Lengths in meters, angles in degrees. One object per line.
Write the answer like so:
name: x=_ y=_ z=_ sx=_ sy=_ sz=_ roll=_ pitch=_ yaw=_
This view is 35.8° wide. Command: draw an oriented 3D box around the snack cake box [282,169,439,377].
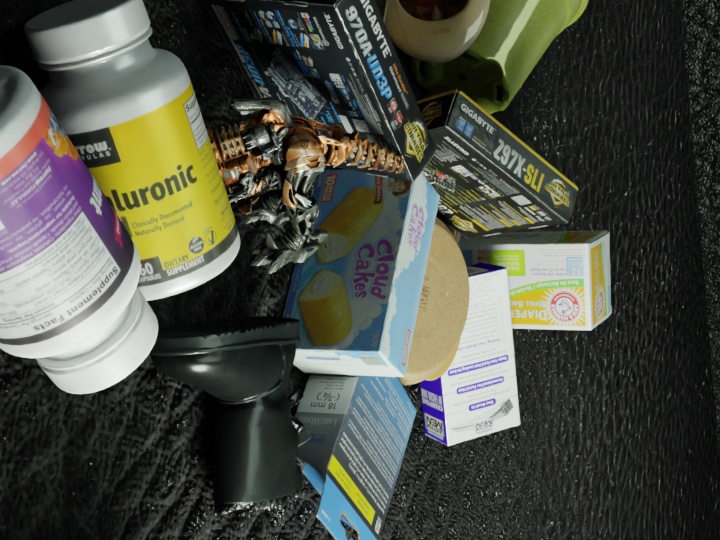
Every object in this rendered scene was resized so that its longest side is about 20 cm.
snack cake box: x=0.000 y=0.000 z=1.103 sx=0.067 sy=0.114 sz=0.201 roll=46 pitch=49 yaw=-52

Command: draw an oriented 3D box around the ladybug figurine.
ladybug figurine: x=0.077 y=-0.319 z=1.253 sx=0.072 sy=0.135 sz=0.202 roll=78 pitch=7 yaw=-73

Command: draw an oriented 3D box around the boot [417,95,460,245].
boot: x=0.077 y=-0.099 z=1.302 sx=0.097 sy=0.074 sz=0.202 roll=-34 pitch=121 yaw=-62

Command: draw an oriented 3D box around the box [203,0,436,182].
box: x=-0.034 y=-0.173 z=0.989 sx=0.046 sy=0.158 sz=0.201 roll=-53 pitch=137 yaw=-25

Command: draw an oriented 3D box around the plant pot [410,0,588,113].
plant pot: x=0.155 y=-0.298 z=1.359 sx=0.185 sy=0.199 sz=0.201 roll=-63 pitch=143 yaw=-24

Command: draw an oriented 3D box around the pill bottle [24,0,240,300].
pill bottle: x=-0.163 y=-0.089 z=0.791 sx=0.111 sy=0.111 sz=0.201 roll=-52 pitch=133 yaw=-51

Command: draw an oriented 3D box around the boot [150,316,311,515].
boot: x=-0.108 y=0.125 z=0.943 sx=0.198 sy=0.073 sz=0.164 roll=-2 pitch=94 yaw=-63

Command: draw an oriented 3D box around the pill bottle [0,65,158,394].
pill bottle: x=-0.207 y=-0.017 z=0.702 sx=0.201 sy=0.111 sz=0.112 roll=65 pitch=36 yaw=-39

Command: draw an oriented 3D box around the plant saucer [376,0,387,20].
plant saucer: x=0.000 y=-0.216 z=1.121 sx=0.200 sy=0.035 sz=0.202 roll=-170 pitch=-90 yaw=-88

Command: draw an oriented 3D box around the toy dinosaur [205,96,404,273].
toy dinosaur: x=-0.062 y=-0.081 z=0.937 sx=0.102 sy=0.198 sz=0.137 roll=-83 pitch=-178 yaw=-57

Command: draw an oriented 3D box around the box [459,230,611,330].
box: x=0.212 y=0.011 z=1.423 sx=0.101 sy=0.199 sz=0.113 roll=-21 pitch=108 yaw=-61

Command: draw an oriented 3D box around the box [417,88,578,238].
box: x=0.111 y=-0.108 z=1.203 sx=0.199 sy=0.159 sz=0.050 roll=33 pitch=68 yaw=-31

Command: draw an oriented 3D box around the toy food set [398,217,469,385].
toy food set: x=0.051 y=0.026 z=1.226 sx=0.199 sy=0.048 sz=0.200 roll=-1 pitch=93 yaw=-44

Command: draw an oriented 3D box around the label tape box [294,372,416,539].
label tape box: x=-0.015 y=0.187 z=1.125 sx=0.145 sy=0.063 sz=0.201 roll=60 pitch=39 yaw=-44

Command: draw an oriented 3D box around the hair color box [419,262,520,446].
hair color box: x=0.128 y=0.100 z=1.358 sx=0.109 sy=0.065 sz=0.202 roll=-11 pitch=100 yaw=-26
